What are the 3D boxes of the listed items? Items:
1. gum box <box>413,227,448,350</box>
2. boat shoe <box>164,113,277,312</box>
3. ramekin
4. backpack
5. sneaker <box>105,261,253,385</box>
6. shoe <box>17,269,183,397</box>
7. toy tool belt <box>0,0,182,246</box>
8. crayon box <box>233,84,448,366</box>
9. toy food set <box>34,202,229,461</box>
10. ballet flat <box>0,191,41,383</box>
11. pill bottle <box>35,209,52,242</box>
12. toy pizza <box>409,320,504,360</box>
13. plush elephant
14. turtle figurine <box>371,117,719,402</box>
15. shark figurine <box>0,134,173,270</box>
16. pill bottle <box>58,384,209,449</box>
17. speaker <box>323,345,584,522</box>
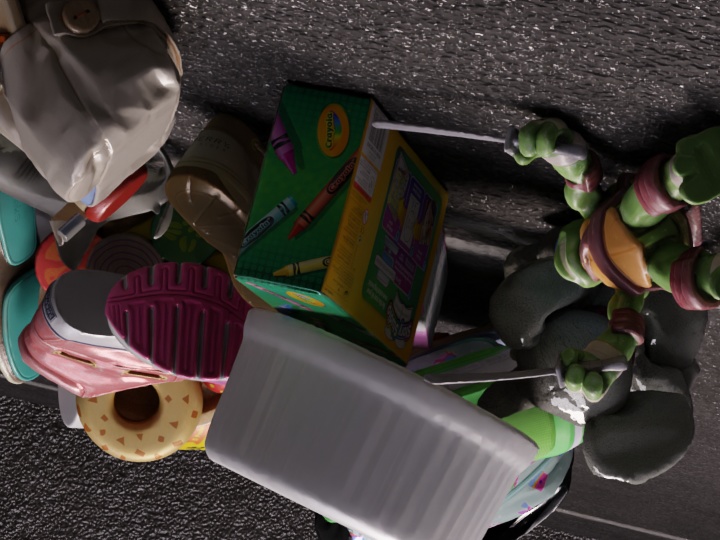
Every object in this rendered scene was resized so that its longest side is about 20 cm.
[{"bbox_3d":[0.000,0.000,1.546,0.113,0.066,0.200,13,169,6],"label":"gum box"},{"bbox_3d":[-0.053,-0.025,1.390,0.074,0.067,0.200,8,151,29],"label":"boat shoe"},{"bbox_3d":[0.001,0.109,1.326,0.200,0.098,0.200,26,173,3],"label":"ramekin"},{"bbox_3d":[0.061,0.140,1.620,0.200,0.167,0.127,-23,141,22],"label":"backpack"},{"bbox_3d":[-0.086,0.051,1.511,0.199,0.082,0.088,16,167,-14],"label":"sneaker"},{"bbox_3d":[-0.151,0.053,1.589,0.200,0.072,0.091,11,149,-24],"label":"shoe"},{"bbox_3d":[-0.167,-0.103,1.187,0.123,0.125,0.200,46,165,2],"label":"toy tool belt"},{"bbox_3d":[-0.007,-0.023,1.304,0.058,0.119,0.200,11,168,18],"label":"crayon box"},{"bbox_3d":[-0.156,0.036,1.640,0.198,0.200,0.049,57,-168,-15],"label":"toy food set"},{"bbox_3d":[-0.278,-0.008,1.662,0.062,0.201,0.067,19,-147,31],"label":"ballet flat"},{"bbox_3d":[-0.231,0.016,1.810,0.113,0.113,0.200,9,168,26],"label":"pill bottle"},{"bbox_3d":[0.059,0.078,1.760,0.200,0.032,0.200,-19,165,-5],"label":"toy pizza"},{"bbox_3d":[0.144,0.053,1.356,0.155,0.165,0.200,-27,177,-35],"label":"plush elephant"},{"bbox_3d":[0.123,-0.007,1.156,0.199,0.144,0.194,15,166,-25],"label":"turtle figurine"},{"bbox_3d":[-0.187,-0.044,1.532,0.214,0.090,0.128,9,169,36],"label":"shark figurine"},{"bbox_3d":[-0.142,0.093,1.758,0.199,0.110,0.109,3,174,-23],"label":"pill bottle"},{"bbox_3d":[0.060,0.108,1.479,0.199,0.089,0.088,-17,176,-14],"label":"speaker"}]
